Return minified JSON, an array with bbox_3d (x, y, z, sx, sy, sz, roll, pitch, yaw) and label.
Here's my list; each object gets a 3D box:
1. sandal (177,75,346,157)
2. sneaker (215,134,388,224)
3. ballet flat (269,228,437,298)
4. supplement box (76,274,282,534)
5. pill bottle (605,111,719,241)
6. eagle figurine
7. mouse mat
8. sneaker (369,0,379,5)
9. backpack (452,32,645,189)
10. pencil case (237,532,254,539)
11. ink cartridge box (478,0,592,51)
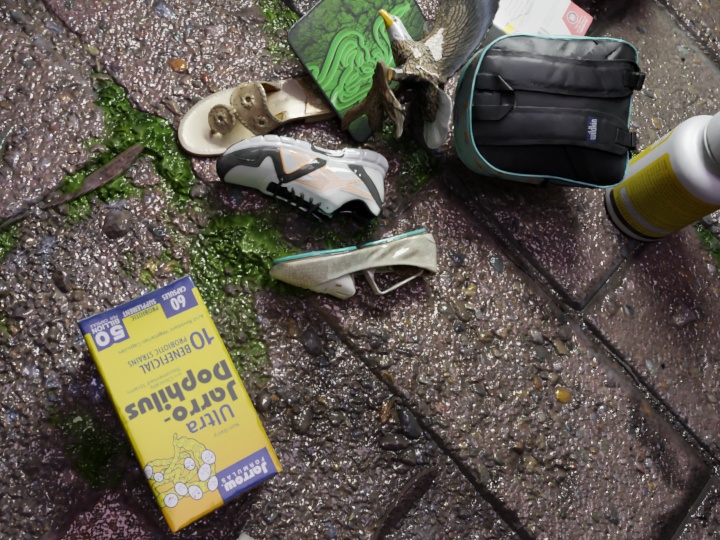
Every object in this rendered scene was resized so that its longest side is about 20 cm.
[{"bbox_3d":[-0.109,-0.196,0.792,0.210,0.070,0.078,-20,79,-21],"label":"sandal"},{"bbox_3d":[-0.062,-0.098,0.773,0.198,0.074,0.081,4,74,-14],"label":"sneaker"},{"bbox_3d":[0.000,0.000,0.765,0.198,0.067,0.063,-13,86,-19],"label":"ballet flat"},{"bbox_3d":[-0.170,0.126,0.650,0.108,0.110,0.201,-25,81,-21],"label":"supplement box"},{"bbox_3d":[0.401,-0.118,0.842,0.110,0.200,0.112,4,72,-14],"label":"pill bottle"},{"bbox_3d":[0.078,-0.246,0.794,0.200,0.151,0.152,-39,128,-29],"label":"eagle figurine"},{"bbox_3d":[0.013,-0.278,0.847,0.200,0.008,0.161,-51,120,-22],"label":"mouse mat"},{"bbox_3d":[0.008,-0.418,0.894,0.083,0.077,0.202,-5,75,-13],"label":"sneaker"},{"bbox_3d":[0.207,-0.189,0.820,0.198,0.153,0.178,1,101,-14],"label":"backpack"},{"bbox_3d":[-0.058,0.333,0.630,0.200,0.078,0.090,41,99,0],"label":"pencil case"},{"bbox_3d":[0.197,-0.342,0.928,0.199,0.067,0.117,35,67,-5],"label":"ink cartridge box"}]
